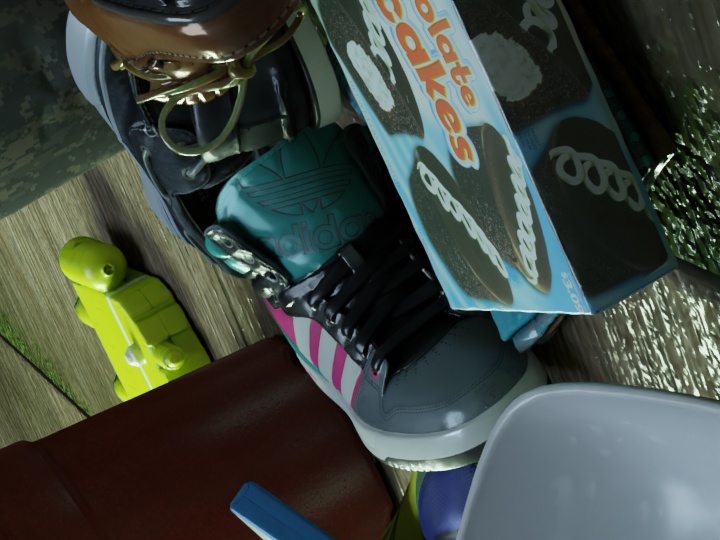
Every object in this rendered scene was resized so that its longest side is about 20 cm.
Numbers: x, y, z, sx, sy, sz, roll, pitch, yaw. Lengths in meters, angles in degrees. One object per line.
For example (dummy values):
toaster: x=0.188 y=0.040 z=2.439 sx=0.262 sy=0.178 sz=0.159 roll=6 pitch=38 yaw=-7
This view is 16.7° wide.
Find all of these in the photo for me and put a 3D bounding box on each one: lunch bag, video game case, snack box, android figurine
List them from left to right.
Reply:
lunch bag: x=-0.213 y=-0.131 z=1.260 sx=0.200 sy=0.164 sz=0.118 roll=55 pitch=166 yaw=21
android figurine: x=-0.133 y=0.061 z=1.575 sx=0.182 sy=0.041 sz=0.200 roll=66 pitch=165 yaw=-16
video game case: x=0.029 y=0.167 z=1.117 sx=0.143 sy=0.018 sz=0.200 roll=32 pitch=170 yaw=27
snack box: x=0.023 y=-0.082 z=0.787 sx=0.200 sy=0.037 sz=0.116 roll=65 pitch=162 yaw=-9

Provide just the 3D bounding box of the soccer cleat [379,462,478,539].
soccer cleat: x=0.047 y=0.098 z=1.076 sx=0.200 sy=0.065 sz=0.084 roll=121 pitch=149 yaw=-77

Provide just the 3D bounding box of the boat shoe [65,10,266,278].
boat shoe: x=-0.075 y=-0.070 z=1.144 sx=0.071 sy=0.072 sz=0.200 roll=40 pitch=165 yaw=31

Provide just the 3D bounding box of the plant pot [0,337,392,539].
plant pot: x=-0.094 y=0.145 z=1.311 sx=0.201 sy=0.195 sz=0.201 roll=54 pitch=163 yaw=25

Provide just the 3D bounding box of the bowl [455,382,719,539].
bowl: x=0.111 y=0.140 z=0.741 sx=0.200 sy=0.075 sz=0.200 roll=13 pitch=93 yaw=48

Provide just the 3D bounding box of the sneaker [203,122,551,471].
sneaker: x=0.000 y=0.000 z=0.994 sx=0.121 sy=0.084 sz=0.200 roll=57 pitch=168 yaw=-23

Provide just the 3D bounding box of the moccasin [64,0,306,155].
moccasin: x=-0.059 y=-0.088 z=0.841 sx=0.078 sy=0.074 sz=0.201 roll=52 pitch=165 yaw=-16

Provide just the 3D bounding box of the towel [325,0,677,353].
towel: x=0.042 y=-0.061 z=0.861 sx=0.147 sy=0.022 sz=0.200 roll=57 pitch=164 yaw=11

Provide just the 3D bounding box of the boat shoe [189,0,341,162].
boat shoe: x=-0.073 y=-0.131 z=0.995 sx=0.074 sy=0.063 sz=0.202 roll=84 pitch=164 yaw=-59
